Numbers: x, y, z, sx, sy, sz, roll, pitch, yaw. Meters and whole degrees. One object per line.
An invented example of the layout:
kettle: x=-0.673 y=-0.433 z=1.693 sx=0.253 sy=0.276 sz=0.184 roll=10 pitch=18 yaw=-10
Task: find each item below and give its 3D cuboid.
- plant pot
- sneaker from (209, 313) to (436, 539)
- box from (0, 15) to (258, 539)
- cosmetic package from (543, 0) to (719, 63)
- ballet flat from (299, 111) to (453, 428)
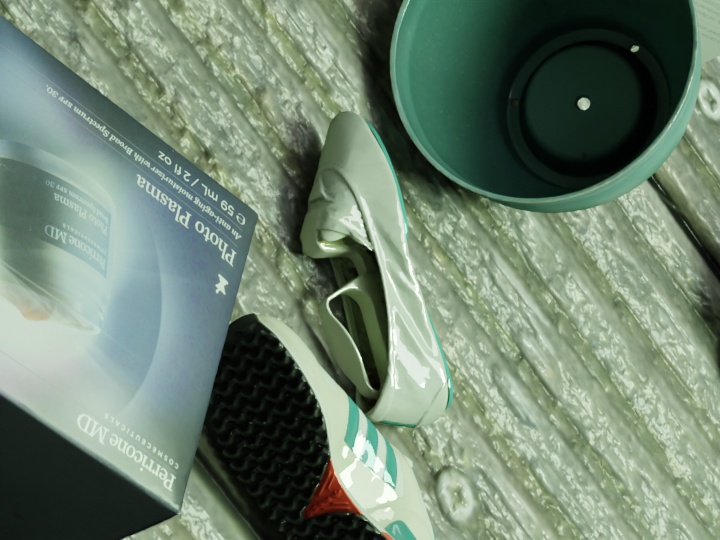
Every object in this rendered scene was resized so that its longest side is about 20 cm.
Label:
plant pot: x=0.133 y=-0.123 z=1.771 sx=0.134 sy=0.199 sz=0.201 roll=39 pitch=38 yaw=-67
sneaker: x=-0.017 y=0.110 z=1.572 sx=0.200 sy=0.070 sz=0.093 roll=59 pitch=22 yaw=-4
box: x=-0.175 y=0.013 z=1.393 sx=0.200 sy=0.123 sz=0.199 roll=37 pitch=48 yaw=-29
cosmetic package: x=0.196 y=-0.262 z=1.909 sx=0.164 sy=0.165 sz=0.201 roll=17 pitch=58 yaw=-43
ballet flat: x=0.000 y=0.000 z=1.645 sx=0.069 sy=0.069 sz=0.201 roll=-6 pitch=76 yaw=-49
